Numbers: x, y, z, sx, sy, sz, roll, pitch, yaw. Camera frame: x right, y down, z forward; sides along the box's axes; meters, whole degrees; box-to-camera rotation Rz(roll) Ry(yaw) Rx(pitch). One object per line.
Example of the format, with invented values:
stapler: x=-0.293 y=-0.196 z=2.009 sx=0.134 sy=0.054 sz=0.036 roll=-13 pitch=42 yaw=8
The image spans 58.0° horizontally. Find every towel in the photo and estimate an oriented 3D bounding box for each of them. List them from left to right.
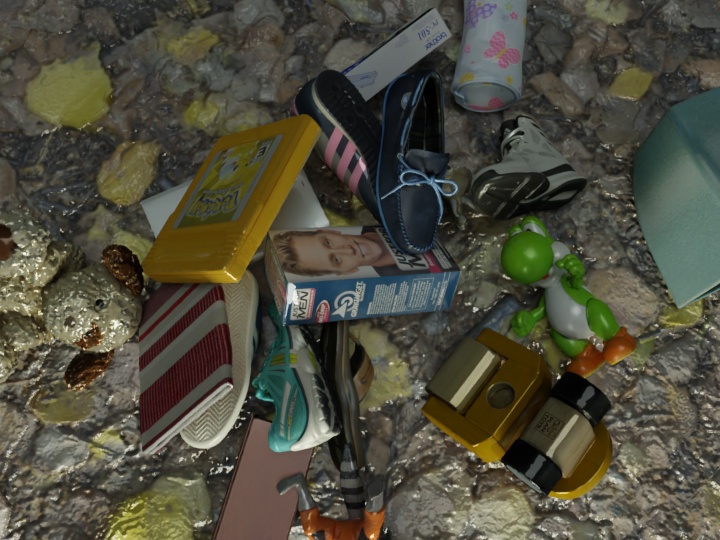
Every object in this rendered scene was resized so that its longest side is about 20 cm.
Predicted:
towel: x=-0.188 y=0.076 z=0.692 sx=0.144 sy=0.023 sz=0.200 roll=-41 pitch=44 yaw=24

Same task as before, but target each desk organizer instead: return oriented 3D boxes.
desk organizer: x=-0.111 y=0.265 z=0.706 sx=0.077 sy=0.072 sz=0.201 roll=17 pitch=76 yaw=-1

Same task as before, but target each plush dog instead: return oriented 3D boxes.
plush dog: x=-0.335 y=0.034 z=0.734 sx=0.171 sy=0.161 sz=0.200 roll=23 pitch=104 yaw=-9

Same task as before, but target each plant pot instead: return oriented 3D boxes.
plant pot: x=0.440 y=-0.105 z=0.764 sx=0.196 sy=0.196 sz=0.200 roll=-23 pitch=70 yaw=-7

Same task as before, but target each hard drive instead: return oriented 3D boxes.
hard drive: x=-0.154 y=-0.067 z=0.808 sx=0.200 sy=0.026 sz=0.132 roll=-25 pitch=78 yaw=-8

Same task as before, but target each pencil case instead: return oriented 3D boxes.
pencil case: x=0.170 y=-0.311 z=0.850 sx=0.090 sy=0.083 sz=0.201 roll=7 pitch=77 yaw=-3

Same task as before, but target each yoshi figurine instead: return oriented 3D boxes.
yoshi figurine: x=0.226 y=0.029 z=0.760 sx=0.112 sy=0.112 sz=0.200 roll=-29 pitch=76 yaw=-2

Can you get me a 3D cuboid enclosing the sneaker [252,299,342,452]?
sneaker: x=-0.083 y=0.106 z=0.708 sx=0.079 sy=0.078 sz=0.200 roll=-24 pitch=42 yaw=4

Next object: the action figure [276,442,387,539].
action figure: x=0.027 y=0.282 z=0.670 sx=0.199 sy=0.105 sz=0.194 roll=-14 pitch=114 yaw=16

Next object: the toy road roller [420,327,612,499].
toy road roller: x=0.182 y=0.173 z=0.731 sx=0.123 sy=0.146 sz=0.200 roll=-49 pitch=46 yaw=-12

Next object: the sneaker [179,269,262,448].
sneaker: x=-0.148 y=0.101 z=0.733 sx=0.075 sy=0.085 sz=0.201 roll=10 pitch=70 yaw=7

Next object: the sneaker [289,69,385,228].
sneaker: x=-0.007 y=-0.127 z=0.746 sx=0.070 sy=0.082 sz=0.200 roll=-39 pitch=106 yaw=-36

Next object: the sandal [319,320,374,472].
sandal: x=-0.010 y=0.128 z=0.742 sx=0.054 sy=0.082 sz=0.201 roll=-2 pitch=73 yaw=-22

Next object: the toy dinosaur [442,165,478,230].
toy dinosaur: x=0.065 y=-0.131 z=0.793 sx=0.200 sy=0.102 sz=0.077 roll=39 pitch=78 yaw=6

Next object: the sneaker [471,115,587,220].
sneaker: x=0.180 y=-0.129 z=0.786 sx=0.200 sy=0.076 sz=0.116 roll=-7 pitch=58 yaw=-43

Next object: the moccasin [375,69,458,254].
moccasin: x=0.058 y=-0.118 z=0.697 sx=0.080 sy=0.068 sz=0.201 roll=-5 pitch=89 yaw=-35

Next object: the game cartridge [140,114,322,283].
game cartridge: x=-0.147 y=-0.076 z=0.711 sx=0.032 sy=0.176 sz=0.200 roll=45 pitch=58 yaw=-35

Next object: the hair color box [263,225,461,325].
hair color box: x=0.000 y=0.000 z=0.730 sx=0.199 sy=0.061 sz=0.100 roll=-4 pitch=38 yaw=-21

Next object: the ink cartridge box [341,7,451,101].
ink cartridge box: x=0.013 y=-0.249 z=0.820 sx=0.200 sy=0.094 sz=0.044 roll=-40 pitch=108 yaw=-10
